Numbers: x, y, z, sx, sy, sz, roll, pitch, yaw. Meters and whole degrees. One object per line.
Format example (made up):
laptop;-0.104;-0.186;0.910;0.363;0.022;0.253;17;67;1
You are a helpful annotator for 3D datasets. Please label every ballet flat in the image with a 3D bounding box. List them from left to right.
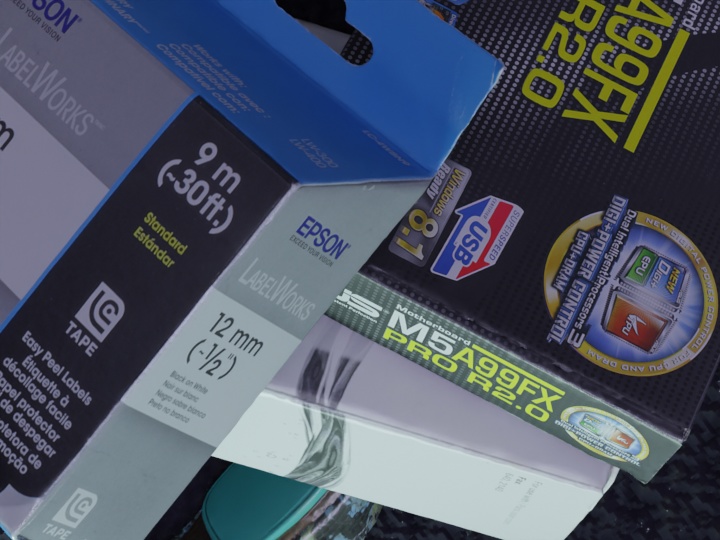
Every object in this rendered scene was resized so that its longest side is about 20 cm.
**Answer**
ballet flat;-0.045;0.122;0.852;0.200;0.074;0.074;-42;96;7

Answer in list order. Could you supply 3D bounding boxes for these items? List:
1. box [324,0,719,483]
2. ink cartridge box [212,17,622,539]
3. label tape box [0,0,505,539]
box;0.072;-0.051;0.752;0.159;0.044;0.201;28;63;3
ink cartridge box;0.000;0.000;0.787;0.198;0.086;0.147;17;63;-4
label tape box;-0.072;-0.029;0.679;0.143;0.066;0.200;41;95;32
